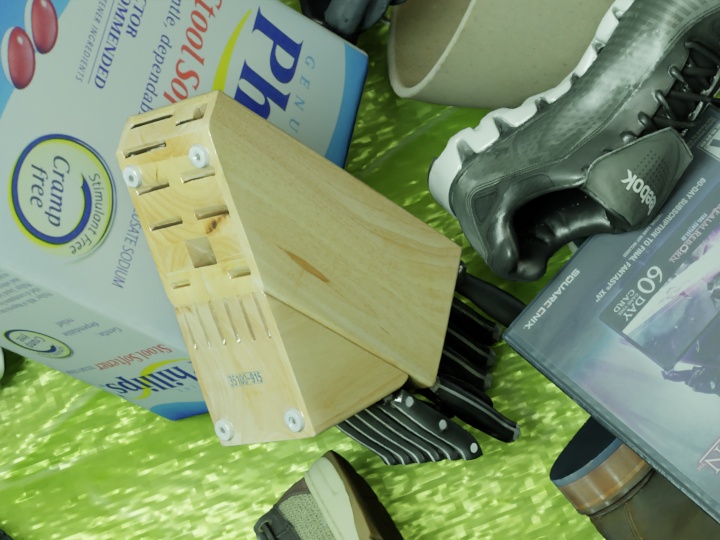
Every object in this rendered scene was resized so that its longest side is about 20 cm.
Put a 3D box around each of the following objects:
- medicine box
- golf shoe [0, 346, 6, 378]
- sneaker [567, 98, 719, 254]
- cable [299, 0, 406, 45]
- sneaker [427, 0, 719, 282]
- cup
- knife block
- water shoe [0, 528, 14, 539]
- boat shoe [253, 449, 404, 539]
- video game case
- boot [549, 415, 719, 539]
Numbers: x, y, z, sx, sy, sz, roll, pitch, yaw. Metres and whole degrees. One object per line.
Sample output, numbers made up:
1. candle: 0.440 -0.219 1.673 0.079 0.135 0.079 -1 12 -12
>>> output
1. medicine box: -0.116 -0.054 0.887 0.199 0.103 0.183 26 65 -30
2. golf shoe: -0.251 0.008 0.952 0.094 0.078 0.200 -23 59 -33
3. sneaker: 0.193 -0.058 0.924 0.199 0.085 0.075 -24 67 -5
4. cable: 0.001 -0.214 0.972 0.051 0.163 0.201 10 45 -21
5. sneaker: 0.120 -0.064 0.845 0.200 0.066 0.091 -39 44 20
6. cup: 0.113 -0.162 0.934 0.143 0.200 0.201 15 67 -13
7. knife block: 0.000 0.000 0.861 0.175 0.064 0.201 -28 102 -44
8. water shoe: -0.249 0.142 0.899 0.199 0.071 0.079 13 96 9
9. boat shoe: 0.001 0.160 0.832 0.065 0.073 0.200 -38 31 8
10. video game case: 0.161 0.022 0.801 0.143 0.019 0.200 -48 38 0
11. boot: 0.180 0.068 0.895 0.200 0.075 0.097 -41 96 -24
